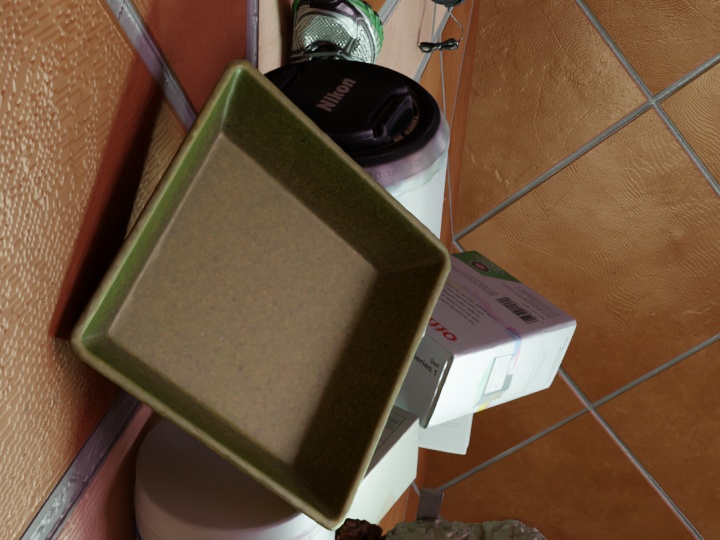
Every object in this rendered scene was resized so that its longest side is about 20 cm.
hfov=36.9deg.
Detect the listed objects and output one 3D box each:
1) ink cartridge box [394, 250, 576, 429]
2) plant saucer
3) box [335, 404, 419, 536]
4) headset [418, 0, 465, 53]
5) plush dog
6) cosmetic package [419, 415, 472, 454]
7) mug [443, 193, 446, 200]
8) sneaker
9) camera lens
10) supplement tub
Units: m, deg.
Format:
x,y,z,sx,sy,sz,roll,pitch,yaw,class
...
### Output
x,y,z,sx,sy,sz,roll,pitch,yaw,class
0.087,0.059,1.031,0.198,0.144,0.085,-9,127,-46,ink cartridge box
-0.055,0.016,0.636,0.199,0.048,0.202,40,60,-27,plant saucer
-0.038,0.190,0.909,0.200,0.094,0.079,-40,141,-42,box
0.125,-0.448,1.697,0.123,0.093,0.203,-39,122,-71,headset
0.051,0.286,0.827,0.200,0.160,0.173,-42,-147,23,plush dog
0.156,0.259,2.235,0.165,0.162,0.203,19,80,-82,cosmetic package
0.010,0.003,1.147,0.177,0.131,0.203,-41,142,-74,mug
-0.025,-0.152,0.912,0.201,0.077,0.086,88,15,-55,sneaker
-0.019,-0.040,0.790,0.161,0.157,0.202,-70,166,-51,camera lens
-0.082,0.200,0.720,0.132,0.130,0.202,-67,163,-57,supplement tub
